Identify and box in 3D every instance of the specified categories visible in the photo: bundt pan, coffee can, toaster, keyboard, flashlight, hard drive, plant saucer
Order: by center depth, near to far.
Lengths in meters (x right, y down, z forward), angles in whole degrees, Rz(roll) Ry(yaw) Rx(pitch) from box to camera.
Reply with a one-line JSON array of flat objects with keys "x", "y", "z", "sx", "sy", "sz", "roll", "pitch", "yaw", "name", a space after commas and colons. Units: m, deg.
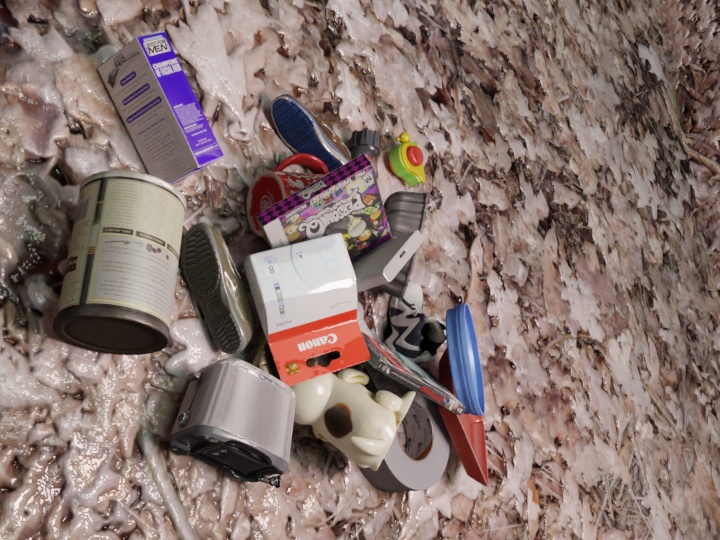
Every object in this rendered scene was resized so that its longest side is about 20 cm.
[{"x": -0.312, "y": -0.008, "z": 1.142, "sx": 0.145, "sy": 0.145, "sz": 0.203, "roll": 25, "pitch": 58, "yaw": -41, "name": "coffee can"}, {"x": -0.170, "y": 0.216, "z": 1.243, "sx": 0.199, "sy": 0.113, "sz": 0.131, "roll": 33, "pitch": 50, "yaw": -31, "name": "toaster"}, {"x": 0.000, "y": 0.000, "z": 1.452, "sx": 0.026, "sy": 0.199, "sz": 0.132, "roll": 57, "pitch": 43, "yaw": -15, "name": "hard drive"}, {"x": 0.014, "y": 0.138, "z": 1.503, "sx": 0.056, "sy": 0.011, "sz": 0.201, "roll": 8, "pitch": 45, "yaw": -50, "name": "keyboard"}, {"x": 0.063, "y": -0.052, "z": 1.580, "sx": 0.075, "sy": 0.203, "sz": 0.204, "roll": 13, "pitch": 57, "yaw": -1, "name": "bundt pan"}, {"x": 0.189, "y": 0.271, "z": 1.628, "sx": 0.200, "sy": 0.036, "sz": 0.202, "roll": -80, "pitch": 148, "yaw": -62, "name": "plant saucer"}, {"x": 0.007, "y": -0.170, "z": 1.629, "sx": 0.067, "sy": 0.068, "sz": 0.203, "roll": 10, "pitch": 68, "yaw": -9, "name": "flashlight"}]

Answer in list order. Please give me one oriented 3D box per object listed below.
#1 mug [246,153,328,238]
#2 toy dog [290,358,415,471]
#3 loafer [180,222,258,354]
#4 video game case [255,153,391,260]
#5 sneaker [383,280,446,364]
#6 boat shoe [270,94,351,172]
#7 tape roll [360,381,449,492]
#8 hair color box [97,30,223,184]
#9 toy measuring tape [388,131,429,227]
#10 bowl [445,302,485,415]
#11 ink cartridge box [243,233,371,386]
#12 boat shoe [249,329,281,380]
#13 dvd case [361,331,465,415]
[{"x": -0.096, "y": -0.112, "z": 1.476, "sx": 0.198, "sy": 0.177, "sz": 0.135, "roll": 2, "pitch": 116, "yaw": -44, "name": "mug"}, {"x": -0.040, "y": 0.225, "z": 1.360, "sx": 0.198, "sy": 0.141, "sz": 0.194, "roll": 28, "pitch": 20, "yaw": 6, "name": "toy dog"}, {"x": -0.211, "y": 0.024, "z": 1.314, "sx": 0.069, "sy": 0.074, "sz": 0.203, "roll": -24, "pitch": 99, "yaw": -62, "name": "loafer"}, {"x": -0.054, "y": -0.070, "z": 1.391, "sx": 0.036, "sy": 0.198, "sz": 0.182, "roll": 52, "pitch": -12, "yaw": 37, "name": "video game case"}, {"x": 0.114, "y": 0.095, "z": 1.604, "sx": 0.080, "sy": 0.129, "sz": 0.201, "roll": 47, "pitch": 45, "yaw": -27, "name": "sneaker"}, {"x": -0.086, "y": -0.243, "z": 1.564, "sx": 0.200, "sy": 0.072, "sz": 0.073, "roll": 50, "pitch": 32, "yaw": -27, "name": "boat shoe"}, {"x": 0.073, "y": 0.287, "z": 1.531, "sx": 0.199, "sy": 0.066, "sz": 0.203, "roll": 21, "pitch": 61, "yaw": -42, "name": "tape roll"}, {"x": -0.295, "y": -0.234, "z": 1.281, "sx": 0.065, "sy": 0.108, "sz": 0.202, "roll": -36, "pitch": 103, "yaw": -49, "name": "hair color box"}, {"x": 0.096, "y": -0.186, "z": 1.743, "sx": 0.073, "sy": 0.073, "sz": 0.203, "roll": 8, "pitch": 69, "yaw": -47, "name": "toy measuring tape"}, {"x": 0.188, "y": 0.161, "z": 1.561, "sx": 0.200, "sy": 0.039, "sz": 0.204, "roll": -9, "pitch": 90, "yaw": -78, "name": "bowl"}, {"x": -0.074, "y": 0.057, "z": 1.321, "sx": 0.158, "sy": 0.047, "sz": 0.202, "roll": -14, "pitch": 79, "yaw": -27, "name": "ink cartridge box"}, {"x": -0.124, "y": 0.098, "z": 1.379, "sx": 0.074, "sy": 0.066, "sz": 0.201, "roll": 45, "pitch": 49, "yaw": -17, "name": "boat shoe"}, {"x": 0.072, "y": 0.165, "z": 1.448, "sx": 0.199, "sy": 0.146, "sz": 0.022, "roll": 31, "pitch": 95, "yaw": -31, "name": "dvd case"}]
